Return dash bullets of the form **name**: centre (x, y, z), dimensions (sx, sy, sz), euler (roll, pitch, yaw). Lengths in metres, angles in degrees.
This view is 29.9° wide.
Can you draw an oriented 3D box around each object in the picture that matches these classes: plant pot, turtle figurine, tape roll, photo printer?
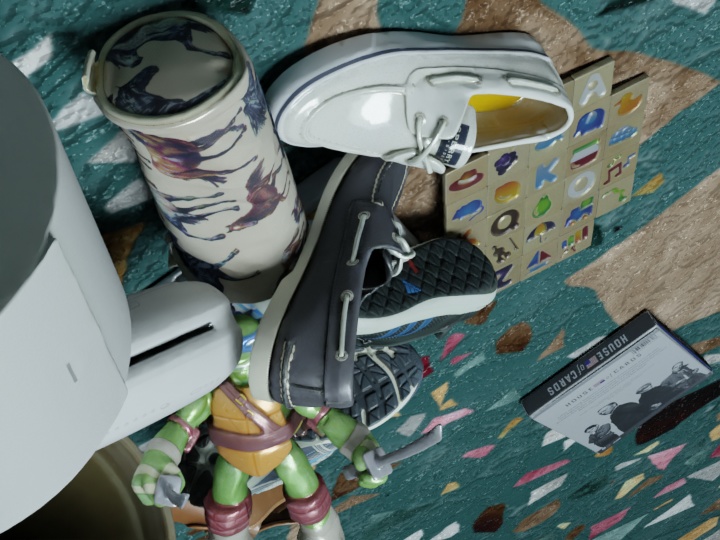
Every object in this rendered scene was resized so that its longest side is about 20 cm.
- **plant pot**: centre (-0.248, 0.202, 0.890), dimensions (0.199, 0.201, 0.173), euler (-3, 156, -38)
- **turtle figurine**: centre (-0.061, 0.139, 0.842), dimensions (0.144, 0.200, 0.194), euler (-30, 136, -26)
- **tape roll**: centre (-0.213, 0.010, 0.595), dimensions (0.202, 0.203, 0.139), euler (-23, 150, -10)
- **photo printer**: centre (-0.170, 0.071, 0.756), dimensions (0.166, 0.070, 0.200), euler (-24, 179, -44)

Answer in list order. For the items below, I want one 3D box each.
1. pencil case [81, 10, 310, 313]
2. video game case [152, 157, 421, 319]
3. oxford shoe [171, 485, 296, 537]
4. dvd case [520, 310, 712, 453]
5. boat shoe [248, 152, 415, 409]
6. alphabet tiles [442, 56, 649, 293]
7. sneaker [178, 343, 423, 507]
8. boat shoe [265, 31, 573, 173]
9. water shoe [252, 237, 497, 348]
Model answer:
- **pencil case**: centre (-0.084, -0.055, 0.728), dimensions (0.089, 0.078, 0.200), euler (-14, 149, 1)
- **video game case**: centre (-0.045, 0.020, 0.931), dimensions (0.182, 0.024, 0.200), euler (-35, 149, 8)
- **oxford shoe**: centre (-0.114, 0.180, 1.065), dimensions (0.199, 0.071, 0.071), euler (-1, 141, -38)
- **dvd case**: centre (0.258, 0.115, 1.330), dimensions (0.150, 0.025, 0.200), euler (-38, 148, 14)
- **boat shoe**: centre (0.000, 0.000, 0.782), dimensions (0.073, 0.062, 0.200), euler (83, 25, -48)
- **alphabet tiles**: centre (0.130, -0.060, 0.955), dimensions (0.166, 0.006, 0.200), euler (-26, 146, -15)
- **sneaker**: centre (-0.042, 0.106, 0.980), dimensions (0.199, 0.078, 0.086), euler (-28, 162, 10)
- **boat shoe**: centre (0.041, -0.092, 0.788), dimensions (0.199, 0.070, 0.071), euler (-9, 144, -32)
- **water shoe**: centre (0.005, 0.027, 0.890), dimensions (0.199, 0.072, 0.079), euler (-2, 142, -37)
